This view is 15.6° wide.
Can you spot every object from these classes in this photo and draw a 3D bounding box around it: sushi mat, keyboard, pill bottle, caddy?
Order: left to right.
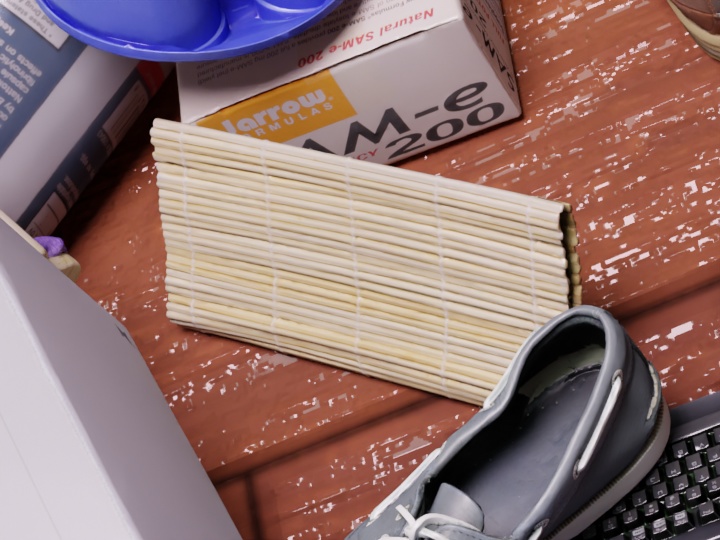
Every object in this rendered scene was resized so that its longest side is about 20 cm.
[{"bbox_3d":[-0.181,-0.050,1.122,0.119,0.120,0.200,27,75,38],"label":"pill bottle"},{"bbox_3d":[-0.079,-0.165,1.057,0.141,0.105,0.200,-21,49,-15],"label":"caddy"},{"bbox_3d":[0.000,0.000,1.017,0.199,0.096,0.012,13,30,34],"label":"sushi mat"},{"bbox_3d":[0.092,0.103,0.929,0.199,0.021,0.128,-23,42,15],"label":"keyboard"}]

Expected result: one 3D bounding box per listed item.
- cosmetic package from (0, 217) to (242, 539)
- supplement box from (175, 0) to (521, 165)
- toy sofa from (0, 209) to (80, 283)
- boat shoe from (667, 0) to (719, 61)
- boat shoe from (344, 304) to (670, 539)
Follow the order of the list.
[{"bbox_3d":[-0.149,0.115,0.889,0.200,0.123,0.200,-37,48,4],"label":"cosmetic package"},{"bbox_3d":[-0.014,-0.139,1.119,0.125,0.074,0.201,-19,53,16],"label":"supplement box"},{"bbox_3d":[-0.203,0.047,1.032,0.083,0.097,0.200,40,112,15],"label":"toy sofa"},{"bbox_3d":[0.115,-0.166,1.071,0.072,0.068,0.200,-39,50,1],"label":"boat shoe"},{"bbox_3d":[0.028,0.090,0.913,0.200,0.062,0.073,-43,53,-17],"label":"boat shoe"}]
